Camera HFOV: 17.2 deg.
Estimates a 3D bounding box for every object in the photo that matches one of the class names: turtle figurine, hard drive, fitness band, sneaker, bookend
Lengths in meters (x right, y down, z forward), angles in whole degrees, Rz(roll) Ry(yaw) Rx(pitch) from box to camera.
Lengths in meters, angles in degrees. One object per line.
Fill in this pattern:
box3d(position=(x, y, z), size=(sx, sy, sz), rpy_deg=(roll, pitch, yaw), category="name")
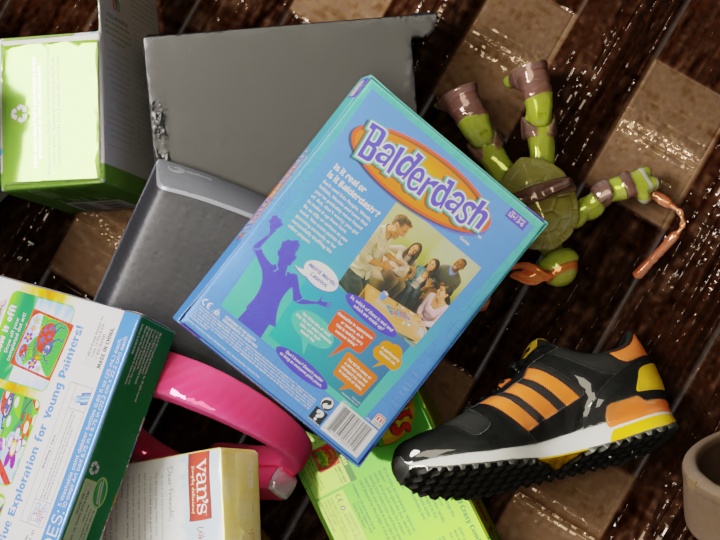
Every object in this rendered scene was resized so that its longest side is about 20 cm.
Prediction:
box3d(position=(0.106, -0.051, 1.609), size=(0.199, 0.064, 0.162), rpy_deg=(-22, 82, 9), category="turtle figurine")
box3d(position=(-0.069, 0.024, 1.568), size=(0.199, 0.042, 0.135), rpy_deg=(25, 96, -6), category="hard drive")
box3d(position=(-0.118, 0.102, 1.588), size=(0.143, 0.200, 0.038), rpy_deg=(38, 66, -28), category="fitness band")
box3d(position=(0.108, 0.092, 1.579), size=(0.199, 0.070, 0.090), rpy_deg=(-9, 68, -16), category="sneaker")
box3d(position=(-0.040, -0.070, 1.626), size=(0.199, 0.092, 0.200), rpy_deg=(-6, 96, 0), category="bookend")

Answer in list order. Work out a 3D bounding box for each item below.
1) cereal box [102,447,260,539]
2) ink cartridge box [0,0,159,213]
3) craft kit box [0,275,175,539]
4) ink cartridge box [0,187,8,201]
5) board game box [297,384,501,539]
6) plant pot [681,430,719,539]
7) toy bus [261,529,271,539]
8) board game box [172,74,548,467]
box3d(position=(-0.145, 0.199, 1.556), size=(0.199, 0.039, 0.145), rpy_deg=(-12, 76, 40), category="cereal box")
box3d(position=(-0.190, -0.148, 1.632), size=(0.075, 0.148, 0.201), rpy_deg=(-4, 84, 12), category="ink cartridge box")
box3d(position=(-0.234, 0.107, 1.534), size=(0.197, 0.048, 0.201), rpy_deg=(15, 80, 34), category="craft kit box")
box3d(position=(-0.343, -0.075, 1.687), size=(0.200, 0.084, 0.145), rpy_deg=(-43, 79, 6), category="ink cartridge box")
box3d(position=(0.028, 0.164, 1.617), size=(0.101, 0.048, 0.201), rpy_deg=(-27, 82, 7), category="board game box")
box3d(position=(0.300, 0.202, 1.507), size=(0.199, 0.200, 0.176), rpy_deg=(2, 105, 11), category="plant pot")
box3d(position=(-0.045, 0.257, 1.607), size=(0.065, 0.078, 0.200), rpy_deg=(-42, 77, 6), category="toy bus")
box3d(position=(0.000, 0.000, 1.524), size=(0.152, 0.045, 0.200), rpy_deg=(40, 86, -8), category="board game box")
